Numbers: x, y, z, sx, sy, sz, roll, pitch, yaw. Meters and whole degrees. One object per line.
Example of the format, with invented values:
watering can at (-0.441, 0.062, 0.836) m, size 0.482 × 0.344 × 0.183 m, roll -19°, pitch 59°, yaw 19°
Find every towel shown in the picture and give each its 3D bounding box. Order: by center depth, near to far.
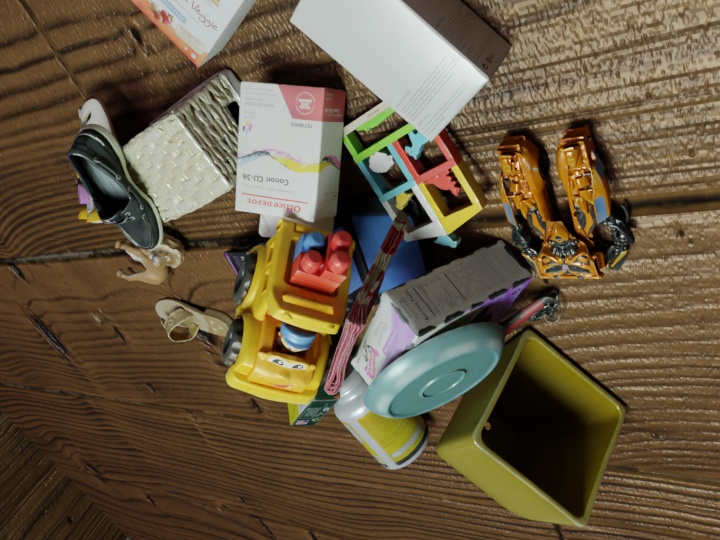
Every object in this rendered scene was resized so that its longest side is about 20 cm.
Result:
towel at (0.009, 0.042, 0.833) m, size 0.023 × 0.200 × 0.144 m, roll 22°, pitch 135°, yaw 4°

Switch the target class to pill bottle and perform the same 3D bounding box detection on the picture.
pill bottle at (0.024, 0.246, 1.170) m, size 0.112 × 0.112 × 0.200 m, roll -20°, pitch 117°, yaw 44°

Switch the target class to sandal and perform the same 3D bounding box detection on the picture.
sandal at (-0.353, 0.110, 1.327) m, size 0.211 × 0.070 × 0.078 m, roll 7°, pitch 133°, yaw 30°

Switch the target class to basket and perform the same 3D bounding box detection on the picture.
basket at (-0.232, -0.164, 0.928) m, size 0.200 × 0.123 × 0.136 m, roll -16°, pitch 118°, yaw 44°

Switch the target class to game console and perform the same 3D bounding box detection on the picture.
game console at (0.000, 0.000, 0.945) m, size 0.116 × 0.176 × 0.200 m, roll 34°, pitch 150°, yaw 49°

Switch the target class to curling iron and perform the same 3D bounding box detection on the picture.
curling iron at (0.185, 0.094, 0.895) m, size 0.200 × 0.026 × 0.050 m, roll -36°, pitch 126°, yaw 12°

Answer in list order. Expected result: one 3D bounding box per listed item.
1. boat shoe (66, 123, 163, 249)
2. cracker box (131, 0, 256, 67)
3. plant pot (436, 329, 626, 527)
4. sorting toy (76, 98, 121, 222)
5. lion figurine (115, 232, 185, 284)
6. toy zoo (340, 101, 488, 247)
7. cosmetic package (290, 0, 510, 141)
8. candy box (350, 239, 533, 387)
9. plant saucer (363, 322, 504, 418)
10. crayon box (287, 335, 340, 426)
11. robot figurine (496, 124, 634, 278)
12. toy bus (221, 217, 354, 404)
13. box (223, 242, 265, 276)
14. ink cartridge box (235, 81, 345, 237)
boat shoe at (-0.338, -0.098, 0.914) m, size 0.074 × 0.066 × 0.200 m, roll 1°, pitch 130°, yaw 16°
cracker box at (-0.182, -0.349, 0.762) m, size 0.134 × 0.058 × 0.200 m, roll 44°, pitch 139°, yaw -12°
plant pot at (0.224, 0.240, 0.978) m, size 0.194 × 0.196 × 0.200 m, roll 39°, pitch 149°, yaw -5°
sorting toy at (-0.399, -0.171, 1.036) m, size 0.200 × 0.107 × 0.180 m, roll 11°, pitch 114°, yaw 60°
lion figurine at (-0.385, -0.019, 1.233) m, size 0.122 × 0.073 × 0.200 m, roll 23°, pitch 155°, yaw -6°
toy zoo at (0.070, -0.116, 0.823) m, size 0.131 × 0.020 × 0.200 m, roll -23°, pitch 105°, yaw 45°
cosmetic package at (0.041, -0.246, 0.690) m, size 0.200 × 0.085 × 0.108 m, roll 41°, pitch 139°, yaw -7°
candy box at (0.102, 0.066, 0.863) m, size 0.072 × 0.200 × 0.168 m, roll 52°, pitch 147°, yaw 23°
plant saucer at (0.099, 0.134, 0.838) m, size 0.027 × 0.200 × 0.200 m, roll 63°, pitch 151°, yaw 29°
crayon box at (-0.092, 0.149, 1.136) m, size 0.051 × 0.200 × 0.127 m, roll 2°, pitch 149°, yaw -24°
robot figurine at (0.228, -0.064, 0.762) m, size 0.145 × 0.058 × 0.200 m, roll -1°, pitch 128°, yaw 36°
toy bus at (-0.070, 0.038, 0.798) m, size 0.135 × 0.200 × 0.192 m, roll 18°, pitch 149°, yaw -20°
box at (-0.151, 0.025, 1.045) m, size 0.143 × 0.036 × 0.200 m, roll 61°, pitch 161°, yaw -11°
ink cartridge box at (-0.090, -0.129, 0.836) m, size 0.116 × 0.067 × 0.200 m, roll 10°, pitch 105°, yaw 21°
